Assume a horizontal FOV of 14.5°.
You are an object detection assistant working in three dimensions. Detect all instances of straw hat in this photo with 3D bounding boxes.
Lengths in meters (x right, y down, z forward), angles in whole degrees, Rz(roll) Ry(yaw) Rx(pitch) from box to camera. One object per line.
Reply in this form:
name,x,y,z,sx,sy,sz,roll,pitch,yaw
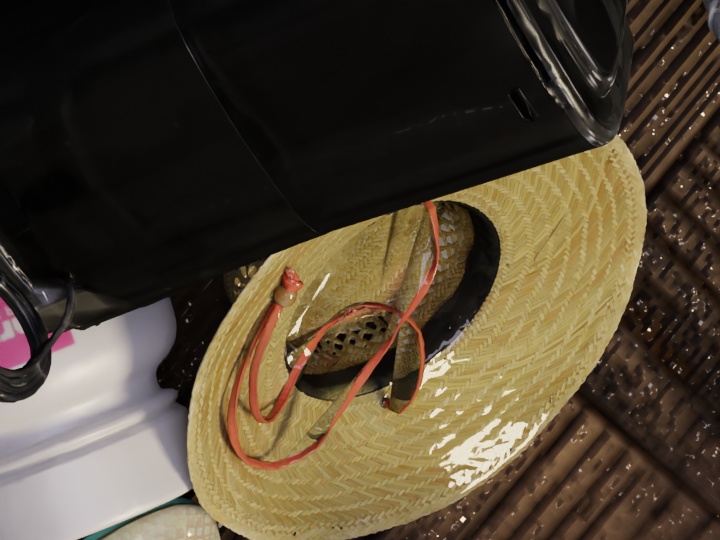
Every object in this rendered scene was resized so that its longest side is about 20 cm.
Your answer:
straw hat,0.000,0.000,1.025,0.201,0.201,0.085,-42,51,-7

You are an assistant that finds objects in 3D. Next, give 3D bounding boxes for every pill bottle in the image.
pill bottle,-0.132,-0.004,0.995,0.113,0.113,0.201,-21,92,-8

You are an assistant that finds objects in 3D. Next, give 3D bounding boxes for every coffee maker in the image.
coffee maker,-0.022,-0.059,0.886,0.200,0.135,0.193,-20,53,25

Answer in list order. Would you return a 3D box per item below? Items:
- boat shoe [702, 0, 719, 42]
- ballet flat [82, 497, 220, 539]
boat shoe,0.188,-0.145,0.968,0.074,0.202,0.065,14,59,-38
ballet flat,-0.121,0.160,1.008,0.200,0.067,0.062,-37,52,6
